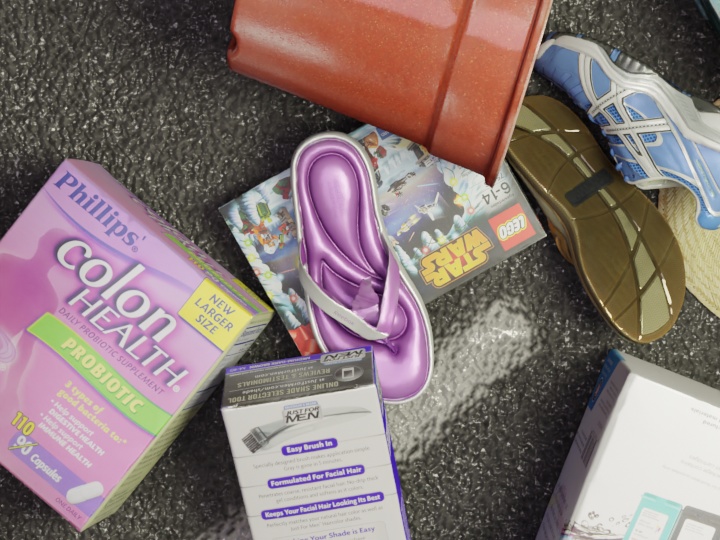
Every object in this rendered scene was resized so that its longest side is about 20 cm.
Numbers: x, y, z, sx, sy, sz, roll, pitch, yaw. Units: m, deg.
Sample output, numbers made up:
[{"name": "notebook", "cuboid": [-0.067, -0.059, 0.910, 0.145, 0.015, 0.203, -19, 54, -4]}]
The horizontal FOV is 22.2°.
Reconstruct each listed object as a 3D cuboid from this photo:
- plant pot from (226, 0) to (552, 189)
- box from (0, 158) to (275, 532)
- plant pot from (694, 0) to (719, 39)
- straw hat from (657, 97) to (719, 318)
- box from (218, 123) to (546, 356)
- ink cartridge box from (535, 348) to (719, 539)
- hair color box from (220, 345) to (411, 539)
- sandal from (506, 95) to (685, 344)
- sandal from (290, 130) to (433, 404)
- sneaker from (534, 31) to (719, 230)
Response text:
[{"name": "plant pot", "cuboid": [0.024, -0.178, 1.221, 0.195, 0.201, 0.201, 17, 94, 1]}, {"name": "box", "cuboid": [-0.194, 0.052, 1.322, 0.176, 0.097, 0.200, 40, 94, 5]}, {"name": "plant pot", "cuboid": [0.333, -0.196, 1.231, 0.200, 0.196, 0.196, -29, 82, 10]}, {"name": "straw hat", "cuboid": [0.314, -0.039, 1.300, 0.201, 0.085, 0.201, 0, 94, 3]}, {"name": "box", "cuboid": [0.016, -0.036, 1.339, 0.200, 0.040, 0.137, -30, 93, 4]}, {"name": "ink cartridge box", "cuboid": [0.211, 0.180, 1.289, 0.146, 0.147, 0.200, 21, 95, 1]}, {"name": "hair color box", "cuboid": [-0.026, 0.160, 1.310, 0.109, 0.065, 0.200, -9, 117, 3]}, {"name": "sandal", "cuboid": [0.164, -0.036, 1.325, 0.080, 0.054, 0.200, -29, 75, -19]}, {"name": "sandal", "cuboid": [-0.007, 0.003, 1.297, 0.082, 0.050, 0.203, -19, 95, 5]}, {"name": "sneaker", "cuboid": [0.194, -0.103, 1.286, 0.200, 0.076, 0.077, 36, 101, 27]}]
